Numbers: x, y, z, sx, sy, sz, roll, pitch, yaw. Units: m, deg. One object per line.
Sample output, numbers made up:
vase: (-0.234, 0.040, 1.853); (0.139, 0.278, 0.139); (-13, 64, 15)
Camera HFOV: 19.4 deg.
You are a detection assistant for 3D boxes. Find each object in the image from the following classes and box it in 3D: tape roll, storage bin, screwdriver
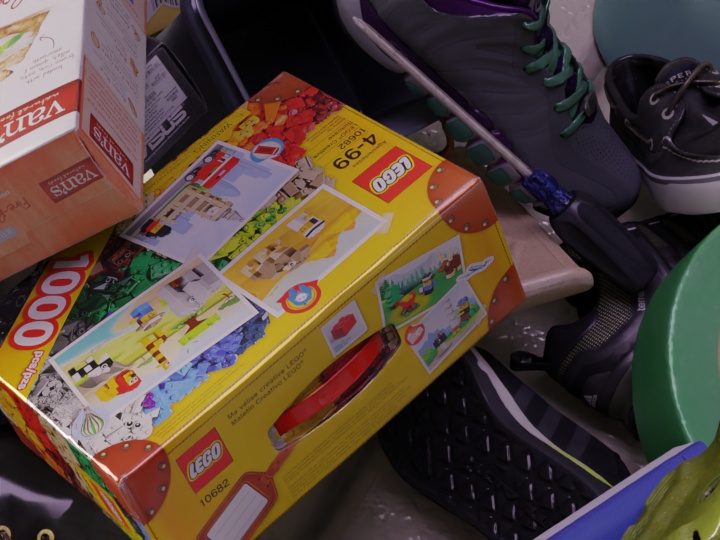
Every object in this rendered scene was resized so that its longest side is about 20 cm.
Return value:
tape roll: (0.232, 0.061, 1.024); (0.198, 0.048, 0.202); (7, 66, -15)
storage bin: (-0.025, -0.103, 1.119); (0.199, 0.134, 0.146); (-29, 91, -38)
screwdriver: (0.070, -0.055, 1.031); (0.199, 0.028, 0.029); (38, 41, -16)

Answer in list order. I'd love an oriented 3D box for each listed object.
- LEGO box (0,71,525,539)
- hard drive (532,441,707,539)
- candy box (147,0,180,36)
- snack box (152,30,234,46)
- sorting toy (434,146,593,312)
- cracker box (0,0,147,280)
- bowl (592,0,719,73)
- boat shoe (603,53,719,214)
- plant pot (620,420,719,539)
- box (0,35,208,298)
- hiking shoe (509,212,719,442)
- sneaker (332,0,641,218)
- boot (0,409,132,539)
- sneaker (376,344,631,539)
LEGO box: (-0.053, 0.021, 0.920); (0.200, 0.078, 0.149); (-41, 42, -17)
hard drive: (0.111, 0.170, 0.895); (0.199, 0.025, 0.133); (-24, 92, -45)
candy box: (-0.082, -0.200, 1.176); (0.199, 0.057, 0.116); (-32, 35, -30)
snack box: (-0.155, -0.170, 1.238); (0.198, 0.053, 0.143); (22, 49, 12)
sorting toy: (0.000, 0.000, 1.067); (0.183, 0.037, 0.200); (-15, 25, -13)
cracker box: (-0.168, -0.080, 0.977); (0.133, 0.058, 0.201); (-25, 39, 15)
bowl: (0.244, -0.177, 1.248); (0.199, 0.106, 0.202); (3, 47, -3)
boat shoe: (0.172, -0.080, 1.102); (0.069, 0.067, 0.200); (-20, 15, -2)
plant pot: (0.206, 0.146, 0.852); (0.190, 0.200, 0.200); (40, 53, -1)
box: (-0.192, -0.046, 1.047); (0.200, 0.048, 0.158); (-47, 38, -14)
hiking shoe: (0.157, -0.007, 1.106); (0.100, 0.076, 0.200); (26, 52, 13)
sneaker: (0.081, -0.101, 1.048); (0.199, 0.087, 0.075); (36, 46, -20)
boot: (-0.164, 0.131, 0.958); (0.149, 0.074, 0.200); (20, 43, 15)
sneaker: (0.081, 0.100, 1.026); (0.082, 0.072, 0.200); (17, 22, -46)
